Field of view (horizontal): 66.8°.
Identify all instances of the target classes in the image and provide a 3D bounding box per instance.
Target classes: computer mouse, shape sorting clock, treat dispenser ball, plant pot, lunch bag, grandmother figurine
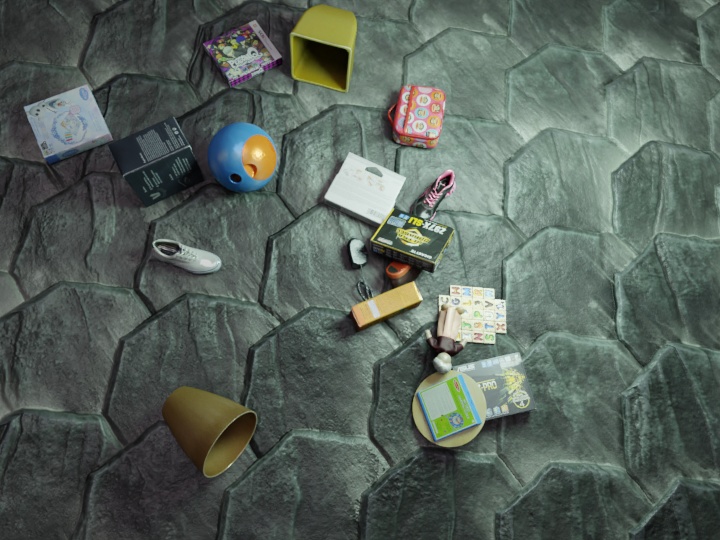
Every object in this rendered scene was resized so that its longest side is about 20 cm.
[{"bbox_3d":[0.000,0.000,1.605,0.059,0.034,0.200,-6,76,-24],"label":"computer mouse"},{"bbox_3d":[0.237,0.368,1.462,0.200,0.039,0.200,-9,69,23],"label":"shape sorting clock"},{"bbox_3d":[-0.344,-0.329,1.596,0.201,0.201,0.201,1,71,-4],"label":"treat dispenser ball"},{"bbox_3d":[-0.397,0.383,1.380,0.200,0.186,0.186,30,71,20],"label":"plant pot"},{"bbox_3d":[0.177,-0.497,1.757,0.176,0.082,0.200,9,70,3],"label":"lunch bag"},{"bbox_3d":[0.236,0.191,1.515,0.121,0.061,0.200,9,58,8],"label":"grandmother figurine"},{"bbox_3d":[-0.103,-0.735,1.761,0.195,0.194,0.200,16,66,1],"label":"plant pot"}]

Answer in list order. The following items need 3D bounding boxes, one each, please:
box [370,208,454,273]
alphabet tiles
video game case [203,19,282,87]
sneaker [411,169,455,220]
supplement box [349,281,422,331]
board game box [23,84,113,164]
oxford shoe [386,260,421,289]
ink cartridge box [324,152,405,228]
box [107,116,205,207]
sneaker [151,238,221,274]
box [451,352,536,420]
[{"bbox_3d":[0.152,-0.090,1.585,0.200,0.049,0.160,21,49,18],"label":"box"},{"bbox_3d":[0.326,0.128,1.593,0.200,0.006,0.167,5,72,-2],"label":"alphabet tiles"},{"bbox_3d":[-0.388,-0.720,1.811,0.200,0.036,0.181,-30,75,-13],"label":"video game case"},{"bbox_3d":[0.225,-0.230,1.660,0.079,0.095,0.200,36,74,6],"label":"sneaker"},{"bbox_3d":[0.073,0.102,1.553,0.200,0.067,0.069,-24,75,-11],"label":"supplement box"},{"bbox_3d":[-0.898,-0.452,1.681,0.199,0.043,0.200,-26,75,-11],"label":"board game box"},{"bbox_3d":[0.155,-0.017,1.608,0.200,0.073,0.071,-33,39,-26],"label":"oxford shoe"},{"bbox_3d":[0.015,-0.245,1.675,0.200,0.045,0.176,25,72,4],"label":"ink cartridge box"},{"bbox_3d":[-0.581,-0.309,1.575,0.200,0.197,0.118,-29,75,-12],"label":"box"},{"bbox_3d":[-0.500,-0.039,1.556,0.200,0.071,0.073,11,71,0],"label":"sneaker"},{"bbox_3d":[0.364,0.326,1.507,0.200,0.049,0.161,-10,71,-5],"label":"box"}]
